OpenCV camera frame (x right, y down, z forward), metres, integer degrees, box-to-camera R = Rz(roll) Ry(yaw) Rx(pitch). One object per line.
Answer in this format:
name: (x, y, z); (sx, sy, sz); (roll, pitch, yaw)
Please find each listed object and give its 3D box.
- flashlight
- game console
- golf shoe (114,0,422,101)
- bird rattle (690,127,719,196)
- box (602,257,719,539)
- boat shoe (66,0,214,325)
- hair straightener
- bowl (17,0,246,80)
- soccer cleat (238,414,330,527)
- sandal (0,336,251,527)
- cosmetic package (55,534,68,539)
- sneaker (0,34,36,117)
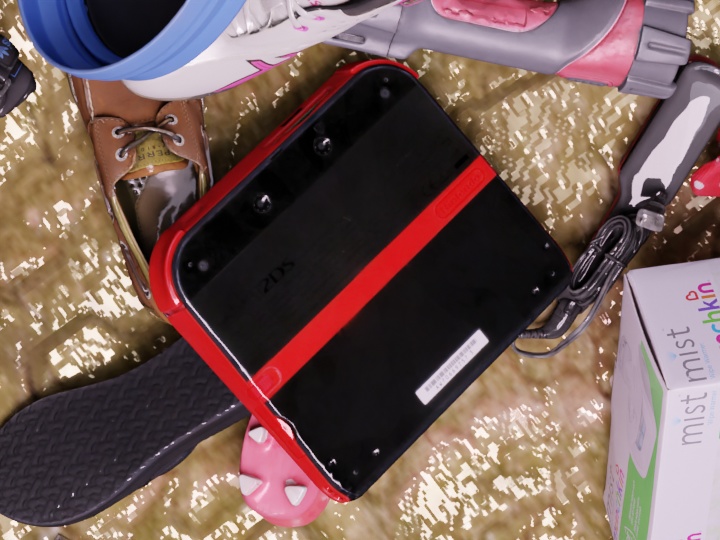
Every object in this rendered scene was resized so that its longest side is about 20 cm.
flashlight: (0.082, -0.145, 1.616); (0.200, 0.068, 0.068); (12, 136, -9)
game console: (0.000, 0.000, 1.595); (0.200, 0.031, 0.177); (-44, 102, -21)
golf shoe: (-0.040, -0.149, 1.532); (0.200, 0.092, 0.073); (-25, 92, 0)
bird rattle: (0.280, -0.019, 1.664); (0.200, 0.113, 0.163); (7, 124, -13)
box: (0.234, 0.084, 1.639); (0.176, 0.097, 0.200); (-8, 138, -9)
boat shoe: (-0.112, -0.067, 1.594); (0.072, 0.068, 0.200); (-18, 105, -4)
hair straightener: (0.147, -0.032, 1.648); (0.041, 0.077, 0.200); (36, 97, -3)
bowl: (-0.106, -0.193, 1.504); (0.039, 0.201, 0.201); (16, 101, -38)
soccer cleat: (-0.022, 0.047, 1.649); (0.067, 0.076, 0.200); (12, 85, 15)
sandal: (-0.120, 0.089, 1.628); (0.200, 0.048, 0.075); (-27, 63, 12)
cosmetic package: (-0.106, 0.244, 1.654); (0.200, 0.104, 0.073); (34, 96, -15)
sneaker: (-0.216, -0.140, 1.550); (0.111, 0.077, 0.200); (20, 103, -9)
